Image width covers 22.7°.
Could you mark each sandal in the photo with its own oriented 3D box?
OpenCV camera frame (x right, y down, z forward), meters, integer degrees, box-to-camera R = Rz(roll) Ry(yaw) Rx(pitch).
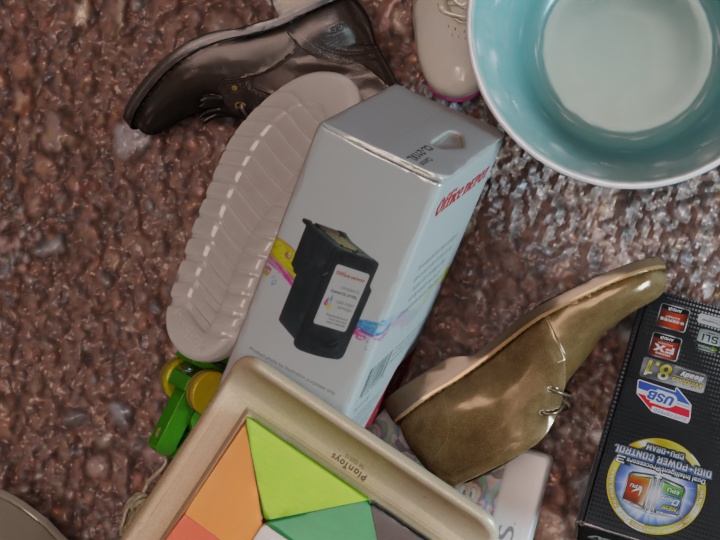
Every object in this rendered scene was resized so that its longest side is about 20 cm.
[{"bbox_3d":[-0.061,-0.035,1.143,0.082,0.050,0.203,32,92,31],"label":"sandal"}]

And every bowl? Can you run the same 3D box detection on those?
[{"bbox_3d":[0.168,-0.145,1.121,0.200,0.105,0.202,-1,85,6],"label":"bowl"}]

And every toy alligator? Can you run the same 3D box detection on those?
[{"bbox_3d":[-0.101,0.087,1.182,0.054,0.059,0.201,21,88,-29],"label":"toy alligator"}]

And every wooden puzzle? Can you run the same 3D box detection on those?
[{"bbox_3d":[-0.047,0.177,1.020,0.185,0.037,0.201,33,91,11],"label":"wooden puzzle"}]

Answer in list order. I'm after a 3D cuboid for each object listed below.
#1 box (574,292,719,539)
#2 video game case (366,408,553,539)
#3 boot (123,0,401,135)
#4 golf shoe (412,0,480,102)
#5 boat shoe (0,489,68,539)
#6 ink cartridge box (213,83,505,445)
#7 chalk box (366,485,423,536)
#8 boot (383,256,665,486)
[{"bbox_3d":[0.247,0.114,1.094,0.199,0.044,0.161,16,69,12],"label":"box"},{"bbox_3d":[0.007,0.182,1.166,0.199,0.024,0.183,14,87,12],"label":"video game case"},{"bbox_3d":[-0.042,-0.086,1.181,0.199,0.069,0.175,-28,88,14],"label":"boot"},{"bbox_3d":[0.071,-0.208,1.149,0.075,0.092,0.201,12,98,9],"label":"golf shoe"},{"bbox_3d":[-0.196,0.226,1.181,0.200,0.074,0.060,38,134,-4],"label":"boat shoe"},{"bbox_3d":[0.000,0.000,1.090,0.083,0.146,0.201,26,112,12],"label":"ink cartridge box"},{"bbox_3d":[-0.037,0.215,1.097,0.199,0.125,0.125,-19,81,9],"label":"chalk box"},{"bbox_3d":[0.115,0.063,1.116,0.200,0.074,0.076,-35,74,15],"label":"boot"}]
